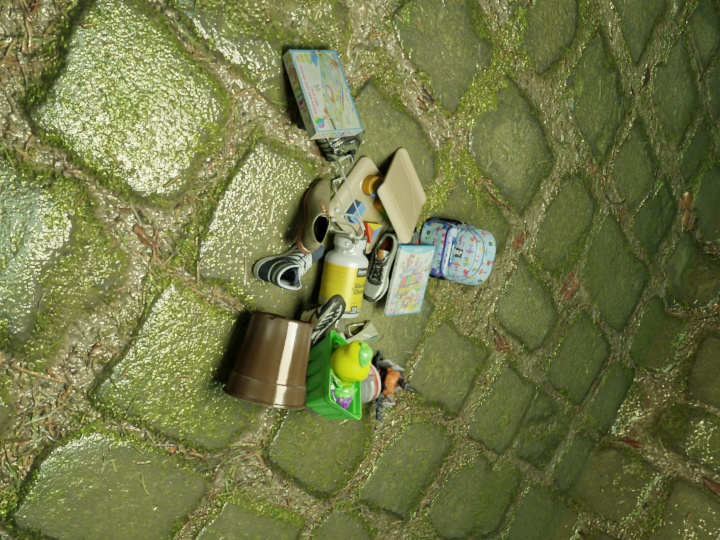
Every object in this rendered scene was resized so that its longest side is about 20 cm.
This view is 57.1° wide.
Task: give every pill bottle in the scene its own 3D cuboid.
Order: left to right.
[{"bbox_3d":[-0.053,0.319,1.778,0.200,0.116,0.116,-12,112,-40],"label":"pill bottle"},{"bbox_3d":[-0.041,0.013,1.686,0.112,0.112,0.200,0,105,-42],"label":"pill bottle"}]

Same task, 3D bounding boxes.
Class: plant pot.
[{"bbox_3d":[-0.203,0.205,1.561,0.200,0.200,0.198,17,86,-44],"label":"plant pot"}]

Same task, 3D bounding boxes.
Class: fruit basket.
[{"bbox_3d":[-0.032,0.245,1.612,0.156,0.216,0.216,44,74,-39],"label":"fruit basket"}]

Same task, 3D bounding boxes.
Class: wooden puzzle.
[{"bbox_3d":[0.021,-0.166,1.728,0.185,0.046,0.200,-56,133,-12],"label":"wooden puzzle"},{"bbox_3d":[0.108,-0.199,1.762,0.185,0.037,0.200,62,36,-31],"label":"wooden puzzle"}]

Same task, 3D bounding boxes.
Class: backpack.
[{"bbox_3d":[0.278,-0.051,1.892,0.134,0.200,0.183,7,100,-46],"label":"backpack"}]

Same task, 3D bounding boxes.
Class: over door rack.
[{"bbox_3d":[-0.043,-0.151,1.571,0.067,0.148,0.200,-8,78,-10],"label":"over door rack"}]

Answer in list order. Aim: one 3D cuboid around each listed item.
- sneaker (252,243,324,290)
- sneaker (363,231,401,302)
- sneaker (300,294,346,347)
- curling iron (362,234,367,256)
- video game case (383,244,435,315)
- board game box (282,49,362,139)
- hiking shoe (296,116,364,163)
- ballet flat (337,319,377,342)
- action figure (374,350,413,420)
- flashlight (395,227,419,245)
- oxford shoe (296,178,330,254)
[{"bbox_3d":[-0.146,-0.012,1.585,0.200,0.108,0.070,-24,120,-35],"label":"sneaker"},{"bbox_3d":[0.049,-0.013,1.772,0.079,0.074,0.200,47,62,-74],"label":"sneaker"},{"bbox_3d":[-0.107,0.114,1.629,0.074,0.080,0.200,-12,152,-45],"label":"sneaker"},{"bbox_3d":[0.000,0.000,1.752,0.026,0.050,0.200,7,112,-11],"label":"curling iron"},{"bbox_3d":[0.137,0.025,1.832,0.143,0.018,0.200,-2,109,-44],"label":"video game case"},{"bbox_3d":[-0.085,-0.400,1.495,0.134,0.034,0.200,-14,84,-39],"label":"board game box"},{"bbox_3d":[-0.071,-0.311,1.573,0.200,0.076,0.101,5,98,-44],"label":"hiking shoe"},{"bbox_3d":[-0.038,0.187,1.797,0.200,0.067,0.062,-21,90,-40],"label":"ballet flat"},{"bbox_3d":[0.090,0.335,1.878,0.104,0.193,0.200,1,93,0],"label":"action figure"},{"bbox_3d":[0.140,-0.027,1.876,0.068,0.068,0.200,-32,128,-33],"label":"flashlight"},{"bbox_3d":[-0.094,-0.135,1.580,0.070,0.075,0.200,24,63,-35],"label":"oxford shoe"}]
